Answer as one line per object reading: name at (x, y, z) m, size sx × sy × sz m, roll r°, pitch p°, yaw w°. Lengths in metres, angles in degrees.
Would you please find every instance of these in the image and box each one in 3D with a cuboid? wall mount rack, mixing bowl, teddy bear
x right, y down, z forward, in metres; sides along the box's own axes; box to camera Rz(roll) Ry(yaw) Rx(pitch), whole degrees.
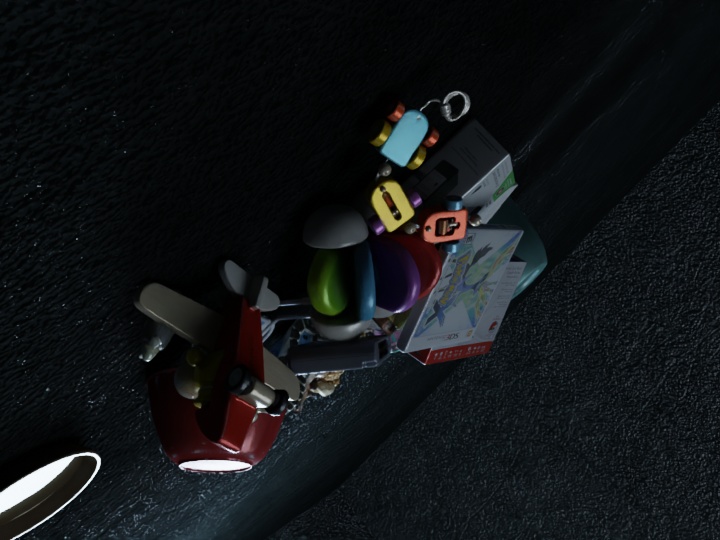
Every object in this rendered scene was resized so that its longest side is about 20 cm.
wall mount rack at (-0.129, 0.087, 1.023) m, size 0.174 × 0.075 × 0.200 m, roll -44°, pitch 164°, yaw 0°
mixing bowl at (-0.187, 0.205, 0.952) m, size 0.197 × 0.110 × 0.201 m, roll -2°, pitch 155°, yaw -1°
teddy bear at (-0.056, 0.188, 1.444) m, size 0.200 × 0.067 × 0.144 m, roll -51°, pitch 158°, yaw 26°

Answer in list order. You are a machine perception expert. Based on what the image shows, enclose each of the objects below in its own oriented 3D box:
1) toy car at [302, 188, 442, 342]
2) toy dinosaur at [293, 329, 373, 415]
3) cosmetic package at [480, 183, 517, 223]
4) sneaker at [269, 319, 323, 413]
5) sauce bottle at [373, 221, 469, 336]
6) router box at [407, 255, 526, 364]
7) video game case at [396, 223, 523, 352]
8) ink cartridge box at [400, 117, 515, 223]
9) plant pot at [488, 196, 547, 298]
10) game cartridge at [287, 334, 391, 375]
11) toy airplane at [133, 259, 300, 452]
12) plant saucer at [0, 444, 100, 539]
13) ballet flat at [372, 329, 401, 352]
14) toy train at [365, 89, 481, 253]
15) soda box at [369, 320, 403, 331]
toy car at (0.024, -0.002, 0.922) m, size 0.199 × 0.149 × 0.177 m, roll -28°, pitch 124°, yaw -46°
toy dinosaur at (-0.069, 0.157, 1.317) m, size 0.199 × 0.086 × 0.136 m, roll -38°, pitch 164°, yaw -28°
cosmetic package at (0.178, -0.097, 1.289) m, size 0.199 × 0.052 × 0.151 m, roll -24°, pitch 155°, yaw -45°
sneaker at (-0.129, 0.170, 1.154) m, size 0.090 × 0.078 × 0.201 m, roll -39°, pitch -167°, yaw 44°
sauce bottle at (0.095, 0.009, 1.056) m, size 0.200 × 0.066 × 0.066 m, roll -41°, pitch 163°, yaw 1°
router box at (0.175, 0.056, 1.183) m, size 0.199 × 0.049 × 0.181 m, roll -2°, pitch 117°, yaw -50°
video game case at (0.149, 0.024, 1.055) m, size 0.181 × 0.022 × 0.202 m, roll -3°, pitch 121°, yaw -50°
ink cartridge box at (0.131, -0.112, 1.090) m, size 0.200 × 0.084 × 0.146 m, roll -43°, pitch 162°, yaw 5°
plant pot at (0.299, -0.031, 1.535) m, size 0.200 × 0.161 × 0.201 m, roll -37°, pitch 163°, yaw -13°
game cartridge at (-0.031, 0.116, 1.004) m, size 0.131 × 0.042 × 0.200 m, roll -2°, pitch 178°, yaw 8°
toy airplane at (-0.159, 0.093, 0.824) m, size 0.140 × 0.202 × 0.199 m, roll -30°, pitch 180°, yaw 22°
plant saucer at (-0.432, 0.291, 0.928) m, size 0.199 × 0.030 × 0.200 m, roll -39°, pitch 163°, yaw -14°
ballet flat at (0.043, 0.093, 1.388) m, size 0.068 × 0.072 × 0.200 m, roll -20°, pitch -164°, yaw -5°
toy train at (0.070, -0.115, 0.858) m, size 0.148 × 0.056 × 0.202 m, roll -13°, pitch 118°, yaw -18°
soda box at (0.072, 0.062, 1.230) m, size 0.198 × 0.063 × 0.072 m, roll 8°, pitch 113°, yaw -23°
